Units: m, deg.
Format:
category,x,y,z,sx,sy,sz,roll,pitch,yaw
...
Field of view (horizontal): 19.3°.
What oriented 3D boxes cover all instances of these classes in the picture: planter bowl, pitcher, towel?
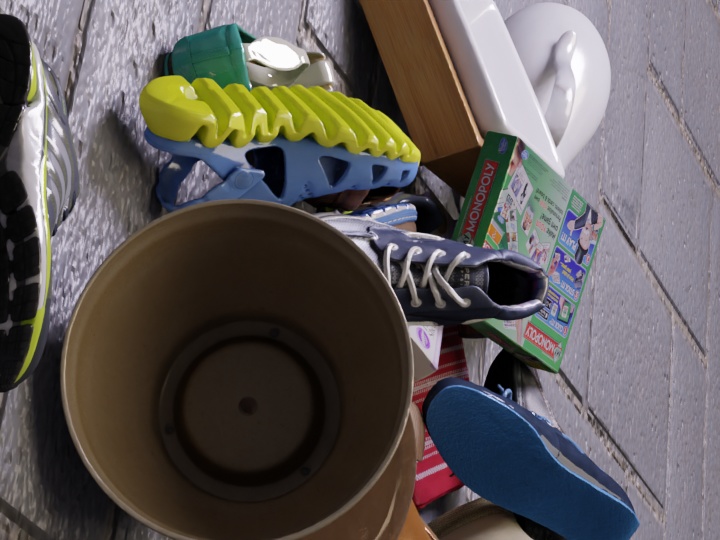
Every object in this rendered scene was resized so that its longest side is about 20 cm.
category,x,y,z,sx,sy,sz,roll,pitch,yaw
planter bowl,-0.068,0.072,1.253,0.135,0.199,0.201,86,2,-76
pitcher,0.159,-0.150,1.831,0.172,0.121,0.200,122,-12,-52
towel,0.050,0.082,1.678,0.145,0.022,0.201,-13,94,-66

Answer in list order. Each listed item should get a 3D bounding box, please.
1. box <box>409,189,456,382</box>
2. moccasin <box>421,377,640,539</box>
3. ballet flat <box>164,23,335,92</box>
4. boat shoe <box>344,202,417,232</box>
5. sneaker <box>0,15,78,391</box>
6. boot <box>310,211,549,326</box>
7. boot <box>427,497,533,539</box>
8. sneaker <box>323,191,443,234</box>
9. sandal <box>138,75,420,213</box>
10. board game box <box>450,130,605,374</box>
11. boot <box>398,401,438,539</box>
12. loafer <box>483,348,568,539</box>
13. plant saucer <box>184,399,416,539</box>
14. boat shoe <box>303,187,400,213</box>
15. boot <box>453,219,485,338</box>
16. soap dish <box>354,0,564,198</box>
category,x,y,z,sx,sy,sz,roll,pitch,yaw
box,0.040,0.012,1.587,0.041,0.039,0.200,50,26,-22
moccasin,0.121,0.145,1.595,0.200,0.080,0.068,41,14,-21
ballet flat,-0.058,-0.126,1.450,0.200,0.070,0.068,10,67,-65
boat shoe,-0.031,0.009,1.432,0.200,0.072,0.073,-23,97,-41
sneaker,-0.182,-0.032,1.137,0.081,0.074,0.201,34,53,-62
boot,0.033,0.000,1.382,0.200,0.090,0.073,4,86,-48
boot,0.062,0.263,1.564,0.073,0.200,0.155,43,-1,-25
sneaker,0.000,0.000,1.522,0.074,0.081,0.200,65,31,-31
sandal,-0.056,-0.072,1.367,0.080,0.199,0.087,-127,-132,-55
board game box,0.126,-0.010,1.631,0.200,0.029,0.135,35,72,-59
boot,-0.004,0.171,1.473,0.155,0.076,0.201,19,71,-59
loafer,0.140,0.151,1.693,0.072,0.073,0.201,11,53,-20
plant saucer,-0.031,0.136,1.381,0.200,0.029,0.201,-9,104,-42
boat shoe,-0.004,-0.072,1.508,0.071,0.070,0.200,-63,172,14
boot,0.115,-0.011,1.759,0.200,0.074,0.097,-49,132,-76
soap dish,0.078,-0.150,1.684,0.157,0.081,0.201,31,36,-60
